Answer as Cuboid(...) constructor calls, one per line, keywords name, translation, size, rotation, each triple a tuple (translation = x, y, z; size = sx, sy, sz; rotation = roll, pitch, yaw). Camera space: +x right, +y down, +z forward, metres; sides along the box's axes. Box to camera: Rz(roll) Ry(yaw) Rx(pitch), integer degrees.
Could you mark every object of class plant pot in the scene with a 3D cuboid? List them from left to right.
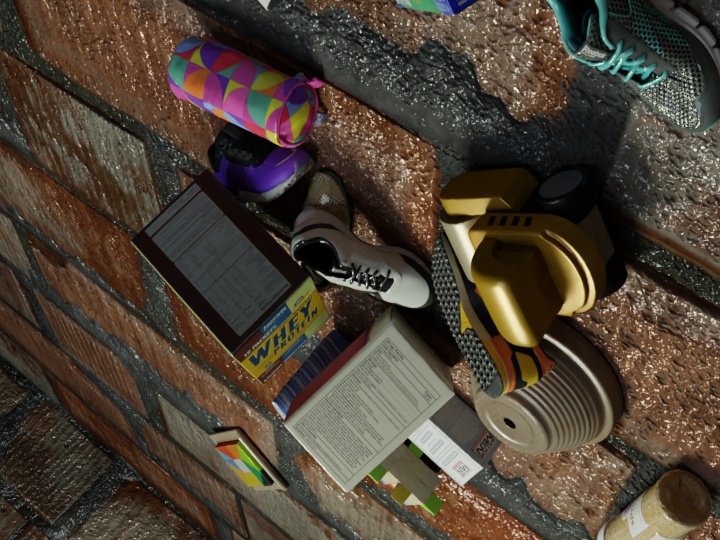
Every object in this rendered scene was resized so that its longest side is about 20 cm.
Cuboid(name="plant pot", translation=(0.199, 0.147, 1.060), size=(0.199, 0.093, 0.203), rotation=(32, 148, 22))

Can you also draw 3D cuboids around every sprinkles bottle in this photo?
Cuboid(name="sprinkles bottle", translation=(0.351, 0.307, 1.089), size=(0.068, 0.068, 0.201), rotation=(36, 150, 14))

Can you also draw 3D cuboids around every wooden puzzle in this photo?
Cuboid(name="wooden puzzle", translation=(-0.271, 0.454, 2.128), size=(0.186, 0.037, 0.199), rotation=(52, 151, -11))

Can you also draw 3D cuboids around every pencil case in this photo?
Cuboid(name="pencil case", translation=(-0.135, -0.212, 1.055), size=(0.197, 0.089, 0.089), rotation=(26, 146, 28))

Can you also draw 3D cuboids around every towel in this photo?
Cuboid(name="towel", translation=(-0.035, 0.188, 1.322), size=(0.024, 0.200, 0.145), rotation=(-36, 97, 37))

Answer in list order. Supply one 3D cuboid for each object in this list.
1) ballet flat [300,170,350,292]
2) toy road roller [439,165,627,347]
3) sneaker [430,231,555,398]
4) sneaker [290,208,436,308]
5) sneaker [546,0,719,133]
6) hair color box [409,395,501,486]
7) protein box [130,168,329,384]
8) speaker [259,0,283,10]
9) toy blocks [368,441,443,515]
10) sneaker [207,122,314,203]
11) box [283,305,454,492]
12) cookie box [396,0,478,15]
Cuboid(name="ballet flat", translation=(-0.051, -0.039, 1.176), size=(0.070, 0.065, 0.202), rotation=(33, 148, 28))
Cuboid(name="toy road roller", translation=(0.145, -0.010, 0.871), size=(0.198, 0.146, 0.124), rotation=(5, 133, 50))
Cuboid(name="sneaker", translation=(0.146, 0.041, 1.003), size=(0.071, 0.088, 0.203), rotation=(104, 150, -56))
Cuboid(name="sneaker", translation=(0.000, 0.000, 1.099), size=(0.196, 0.080, 0.075), rotation=(24, 117, -1))
Cuboid(name="sneaker", translation=(0.189, -0.172, 0.664), size=(0.201, 0.091, 0.077), rotation=(49, 152, -7))
Cuboid(name="hair color box", translation=(0.102, 0.211, 1.302), size=(0.199, 0.061, 0.099), rotation=(42, 152, 9))
Cuboid(name="protein box", translation=(-0.162, 0.014, 1.179), size=(0.200, 0.135, 0.199), rotation=(45, 172, 16))
Cuboid(name="speaker", translation=(-0.127, -0.351, 0.863), size=(0.201, 0.081, 0.081), rotation=(49, 151, -5))
Cuboid(name="toy blocks", translation=(0.048, 0.316, 1.491), size=(0.200, 0.100, 0.137), rotation=(43, 163, 2))
Cuboid(name="sneaker", translation=(-0.142, -0.145, 1.158), size=(0.198, 0.069, 0.101), rotation=(-3, 124, 53))
Cuboid(name="box", translation=(0.012, 0.167, 1.198), size=(0.128, 0.200, 0.109), rotation=(47, -172, -5))
Cuboid(name="cookie box", translation=(0.029, -0.299, 0.660), size=(0.202, 0.074, 0.171), rotation=(59, 179, -21))
